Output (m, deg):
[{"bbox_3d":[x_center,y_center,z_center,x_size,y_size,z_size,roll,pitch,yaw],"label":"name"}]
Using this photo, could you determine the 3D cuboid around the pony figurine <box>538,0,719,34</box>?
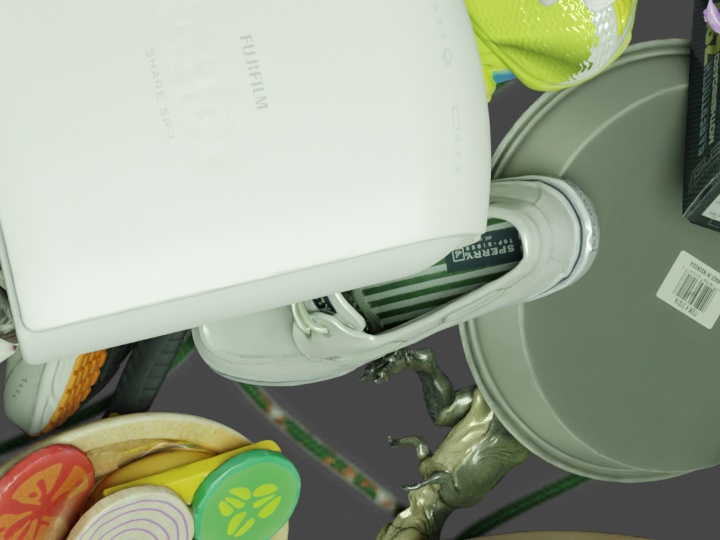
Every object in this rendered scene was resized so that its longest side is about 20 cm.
[{"bbox_3d":[0.179,-0.131,1.011,0.193,0.166,0.200,-52,149,-3],"label":"pony figurine"}]

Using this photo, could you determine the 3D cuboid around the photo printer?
[{"bbox_3d":[-0.052,-0.065,1.053,0.199,0.069,0.167,-12,82,-8],"label":"photo printer"}]

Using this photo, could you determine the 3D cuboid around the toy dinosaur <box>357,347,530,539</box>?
[{"bbox_3d":[0.058,0.054,1.221,0.200,0.047,0.088,-42,114,1],"label":"toy dinosaur"}]

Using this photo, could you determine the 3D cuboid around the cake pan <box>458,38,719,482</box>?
[{"bbox_3d":[0.138,0.001,1.193,0.199,0.037,0.201,-6,106,-22],"label":"cake pan"}]

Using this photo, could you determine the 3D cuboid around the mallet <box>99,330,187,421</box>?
[{"bbox_3d":[-0.076,-0.011,1.147,0.066,0.041,0.200,38,114,8],"label":"mallet"}]

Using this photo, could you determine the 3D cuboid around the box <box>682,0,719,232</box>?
[{"bbox_3d":[0.237,-0.067,1.156,0.199,0.158,0.051,17,146,-14],"label":"box"}]

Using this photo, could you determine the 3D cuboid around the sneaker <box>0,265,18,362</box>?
[{"bbox_3d":[-0.178,0.026,1.131,0.076,0.116,0.200,44,91,2],"label":"sneaker"}]

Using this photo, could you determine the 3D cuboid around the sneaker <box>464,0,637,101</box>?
[{"bbox_3d":[0.027,-0.108,1.158,0.199,0.105,0.076,1,114,23],"label":"sneaker"}]

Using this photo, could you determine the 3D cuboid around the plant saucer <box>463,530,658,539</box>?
[{"bbox_3d":[0.098,0.156,1.202,0.199,0.200,0.030,11,64,-11],"label":"plant saucer"}]

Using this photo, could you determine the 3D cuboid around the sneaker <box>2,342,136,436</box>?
[{"bbox_3d":[-0.130,-0.028,1.164,0.092,0.076,0.201,23,112,13],"label":"sneaker"}]

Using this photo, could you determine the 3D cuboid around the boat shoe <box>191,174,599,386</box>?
[{"bbox_3d":[0.000,0.000,1.140,0.199,0.067,0.074,-21,84,30],"label":"boat shoe"}]

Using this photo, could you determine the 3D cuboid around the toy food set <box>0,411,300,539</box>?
[{"bbox_3d":[-0.115,0.144,1.176,0.199,0.049,0.199,-15,131,-26],"label":"toy food set"}]
